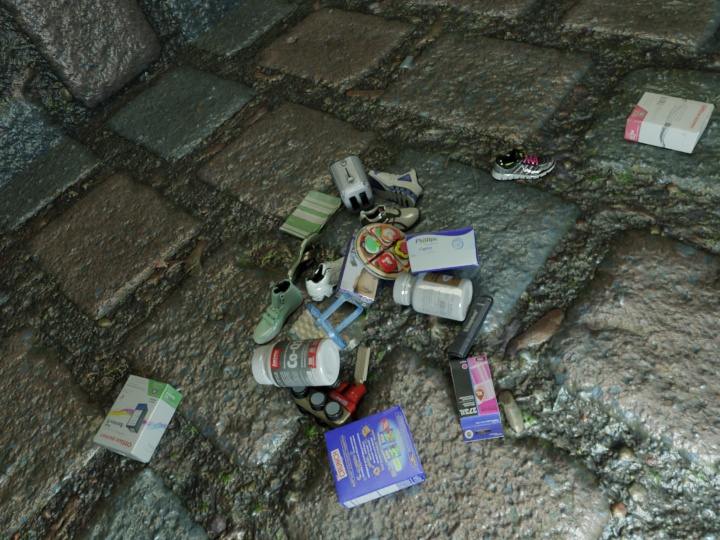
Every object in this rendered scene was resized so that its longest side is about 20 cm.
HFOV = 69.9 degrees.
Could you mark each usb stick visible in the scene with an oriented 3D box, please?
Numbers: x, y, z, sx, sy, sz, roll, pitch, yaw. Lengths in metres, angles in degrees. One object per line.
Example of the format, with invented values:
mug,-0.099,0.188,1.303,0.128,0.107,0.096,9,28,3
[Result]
usb stick,0.294,0.149,1.365,0.055,0.033,0.201,-4,46,54

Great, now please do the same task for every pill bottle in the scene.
pill bottle,0.197,0.063,1.414,0.198,0.115,0.115,10,58,24
pill bottle,-0.162,0.230,1.281,0.198,0.114,0.115,-7,52,21

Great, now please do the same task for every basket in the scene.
basket,-0.085,0.150,1.409,0.200,0.176,0.139,-46,68,-1

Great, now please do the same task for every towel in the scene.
towel,-0.172,-0.192,1.786,0.152,0.023,0.201,20,63,30

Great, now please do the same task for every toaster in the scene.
toaster,-0.025,-0.280,1.714,0.113,0.200,0.130,-22,68,2

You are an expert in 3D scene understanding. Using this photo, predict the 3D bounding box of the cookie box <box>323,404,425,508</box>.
cookie box,0.031,0.436,1.211,0.198,0.075,0.172,-20,51,2

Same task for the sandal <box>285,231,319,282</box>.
sandal,-0.176,-0.032,1.641,0.057,0.080,0.202,21,68,10

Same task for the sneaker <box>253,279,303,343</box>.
sneaker,-0.261,0.114,1.521,0.073,0.119,0.201,27,67,30

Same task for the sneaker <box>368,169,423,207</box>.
sneaker,0.132,-0.292,1.736,0.199,0.081,0.115,31,64,26

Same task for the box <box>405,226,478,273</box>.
box,0.230,-0.060,1.435,0.182,0.200,0.106,-7,93,13

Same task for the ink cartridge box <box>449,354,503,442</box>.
ink cartridge box,0.280,0.308,1.256,0.094,0.037,0.201,-12,53,9

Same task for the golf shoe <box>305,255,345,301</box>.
golf shoe,-0.082,0.003,1.562,0.200,0.098,0.078,-42,51,-17

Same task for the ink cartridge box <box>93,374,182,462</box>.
ink cartridge box,-0.614,0.409,1.432,0.144,0.088,0.201,8,59,22

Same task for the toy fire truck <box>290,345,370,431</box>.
toy fire truck,-0.061,0.288,1.335,0.175,0.129,0.200,23,52,31

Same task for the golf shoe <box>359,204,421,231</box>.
golf shoe,0.094,-0.168,1.642,0.198,0.088,0.078,-15,49,5

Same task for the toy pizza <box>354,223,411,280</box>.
toy pizza,0.079,-0.064,1.539,0.198,0.032,0.202,10,57,-15

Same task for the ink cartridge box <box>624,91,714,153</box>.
ink cartridge box,0.946,-0.457,1.588,0.199,0.083,0.147,26,65,33

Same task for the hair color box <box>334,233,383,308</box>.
hair color box,0.000,0.000,1.529,0.108,0.065,0.201,20,57,-11

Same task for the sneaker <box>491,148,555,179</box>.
sneaker,0.517,-0.344,1.637,0.198,0.088,0.074,-4,53,14
